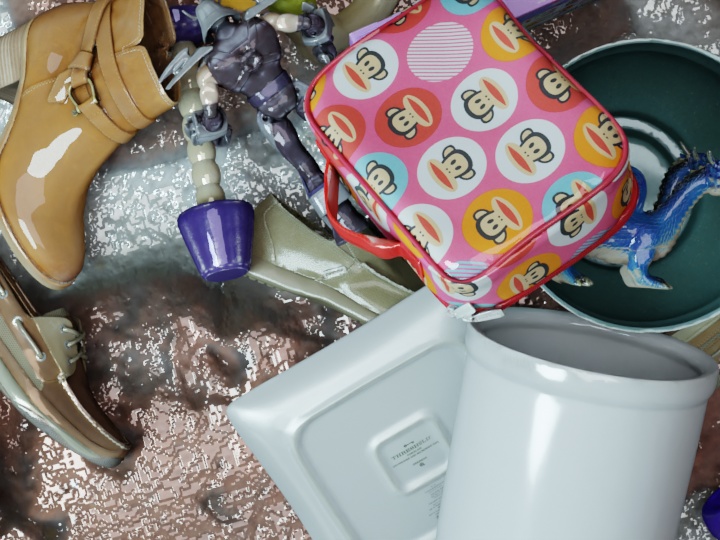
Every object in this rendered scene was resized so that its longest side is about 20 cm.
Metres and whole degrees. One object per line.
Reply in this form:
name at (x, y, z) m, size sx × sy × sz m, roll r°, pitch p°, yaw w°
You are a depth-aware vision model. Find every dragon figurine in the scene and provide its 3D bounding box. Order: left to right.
dragon figurine at (0.158, -0.039, 1.234) m, size 0.200 × 0.059 × 0.099 m, roll 2°, pitch 90°, yaw -1°

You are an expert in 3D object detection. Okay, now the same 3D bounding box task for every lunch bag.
lunch bag at (0.059, -0.072, 1.185) m, size 0.176 × 0.082 × 0.200 m, roll -35°, pitch 62°, yaw -2°

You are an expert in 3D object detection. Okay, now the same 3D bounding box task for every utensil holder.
utensil holder at (0.138, 0.142, 1.266) m, size 0.170 × 0.170 × 0.200 m, roll 10°, pitch 103°, yaw 0°

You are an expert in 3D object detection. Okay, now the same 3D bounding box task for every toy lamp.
toy lamp at (-0.114, -0.091, 1.345) m, size 0.058 × 0.058 × 0.200 m, roll -12°, pitch 77°, yaw 0°

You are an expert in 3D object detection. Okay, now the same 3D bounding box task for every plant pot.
plant pot at (0.194, -0.059, 1.331) m, size 0.200 × 0.134 × 0.200 m, roll 0°, pitch 91°, yaw -1°

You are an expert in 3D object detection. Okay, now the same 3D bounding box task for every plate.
plate at (0.036, 0.126, 1.342) m, size 0.200 × 0.032 × 0.200 m, roll -31°, pitch 117°, yaw 0°

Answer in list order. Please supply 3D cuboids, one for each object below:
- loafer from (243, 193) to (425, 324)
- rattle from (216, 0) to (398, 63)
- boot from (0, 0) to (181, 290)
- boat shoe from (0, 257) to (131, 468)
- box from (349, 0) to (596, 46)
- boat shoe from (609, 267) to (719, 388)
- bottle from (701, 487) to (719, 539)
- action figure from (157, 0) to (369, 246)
loafer at (0.000, 0.000, 1.360) m, size 0.200 × 0.076 × 0.067 m, roll 19°, pitch 96°, yaw 0°
rattle at (-0.017, -0.256, 1.382) m, size 0.130 × 0.143 × 0.200 m, roll 46°, pitch 73°, yaw -32°
boot at (-0.191, -0.096, 1.331) m, size 0.155 × 0.074 × 0.200 m, roll -15°, pitch 87°, yaw 27°
boat shoe at (-0.234, 0.059, 1.361) m, size 0.072 × 0.076 × 0.200 m, roll -44°, pitch 92°, yaw -2°
box at (0.089, -0.183, 1.328) m, size 0.200 × 0.137 × 0.039 m, roll -24°, pitch 90°, yaw -1°
boat shoe at (0.237, 0.061, 1.369) m, size 0.200 × 0.072 × 0.076 m, roll -40°, pitch 106°, yaw 2°
bottle at (0.335, 0.234, 1.358) m, size 0.065 × 0.084 × 0.200 m, roll -40°, pitch 90°, yaw -7°
action figure at (-0.053, -0.112, 1.288) m, size 0.130 × 0.069 × 0.200 m, roll -39°, pitch 94°, yaw 7°
